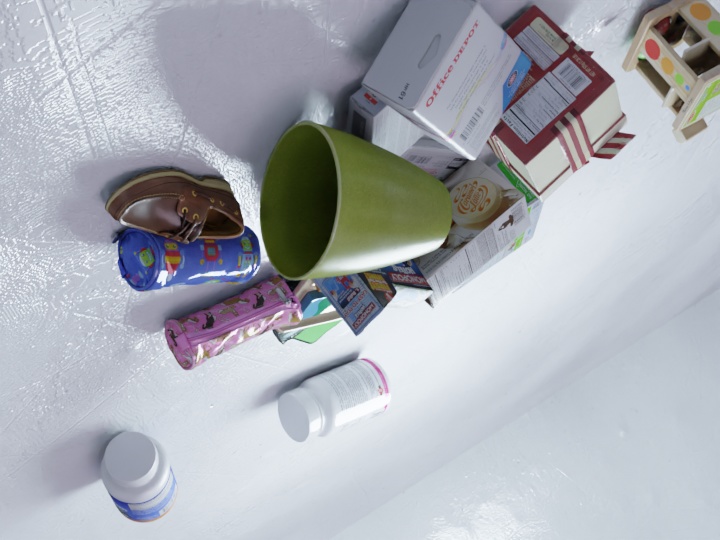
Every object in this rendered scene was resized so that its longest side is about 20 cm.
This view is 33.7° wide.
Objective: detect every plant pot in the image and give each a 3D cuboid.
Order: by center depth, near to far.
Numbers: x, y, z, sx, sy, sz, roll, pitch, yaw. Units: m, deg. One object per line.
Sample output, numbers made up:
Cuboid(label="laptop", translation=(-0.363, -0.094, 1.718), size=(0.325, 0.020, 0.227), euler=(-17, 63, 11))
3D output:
Cuboid(label="plant pot", translation=(0.008, -0.077, 1.452), size=(0.199, 0.188, 0.187), euler=(4, 139, -33))

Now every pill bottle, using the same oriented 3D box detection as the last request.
Cuboid(label="pill bottle", translation=(-0.361, 0.332, 1.929), size=(0.112, 0.112, 0.200), euler=(-29, 157, -15))
Cuboid(label="pill bottle", translation=(-0.048, 0.243, 2.213), size=(0.199, 0.114, 0.114), euler=(-18, 153, -39))

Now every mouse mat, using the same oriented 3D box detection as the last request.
Cuboid(label="mouse mat", translation=(-0.038, 0.052, 1.976), size=(0.200, 0.008, 0.161), euler=(-38, 159, 10))

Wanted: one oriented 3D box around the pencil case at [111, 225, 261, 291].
Cuboid(label="pencil case", translation=(-0.213, -0.016, 1.465), size=(0.087, 0.079, 0.200), euler=(-19, 171, 35))

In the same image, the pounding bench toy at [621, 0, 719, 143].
Cuboid(label="pounding bench toy", translation=(0.485, -0.305, 1.808), size=(0.124, 0.156, 0.200), euler=(-28, 158, -20))

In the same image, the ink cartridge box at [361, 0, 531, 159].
Cuboid(label="ink cartridge box", translation=(0.106, -0.235, 1.412), size=(0.145, 0.084, 0.200), euler=(-59, 153, 3))

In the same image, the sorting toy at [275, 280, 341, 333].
Cuboid(label="sorting toy", translation=(-0.022, 0.017, 1.801), size=(0.184, 0.037, 0.200), euler=(-11, 145, -43))

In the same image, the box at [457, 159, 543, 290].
Cuboid(label="box", translation=(0.196, -0.071, 1.916), size=(0.176, 0.097, 0.200), euler=(-34, 164, -8))

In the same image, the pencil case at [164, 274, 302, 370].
Cuboid(label="pencil case", translation=(-0.182, 0.074, 1.699), size=(0.199, 0.083, 0.087), euler=(-23, 142, -28))

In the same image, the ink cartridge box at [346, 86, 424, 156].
Cuboid(label="ink cartridge box", translation=(0.060, -0.220, 1.527), size=(0.200, 0.050, 0.162), euler=(-47, 164, -24))

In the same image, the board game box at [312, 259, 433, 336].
Cuboid(label="board game box", translation=(0.000, 0.000, 1.613), size=(0.199, 0.200, 0.062), euler=(11, 131, -49))

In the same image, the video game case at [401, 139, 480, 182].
Cuboid(label="video game case", translation=(0.067, -0.122, 1.747), size=(0.182, 0.023, 0.200), euler=(-47, 157, 27))

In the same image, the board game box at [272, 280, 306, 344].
Cuboid(label="board game box", translation=(-0.059, 0.030, 1.857), size=(0.199, 0.028, 0.135), euler=(-32, 155, -8))

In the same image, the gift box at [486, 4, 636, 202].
Cuboid(label="gift box", translation=(0.255, -0.222, 1.590), size=(0.200, 0.185, 0.187), euler=(-38, 160, 4))

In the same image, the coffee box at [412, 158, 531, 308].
Cuboid(label="coffee box", translation=(0.138, -0.058, 1.750), size=(0.200, 0.114, 0.080), euler=(-39, 145, -11))

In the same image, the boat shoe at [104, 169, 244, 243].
Cuboid(label="boat shoe", translation=(-0.206, -0.069, 1.377), size=(0.072, 0.068, 0.200), euler=(-46, 157, 26))
